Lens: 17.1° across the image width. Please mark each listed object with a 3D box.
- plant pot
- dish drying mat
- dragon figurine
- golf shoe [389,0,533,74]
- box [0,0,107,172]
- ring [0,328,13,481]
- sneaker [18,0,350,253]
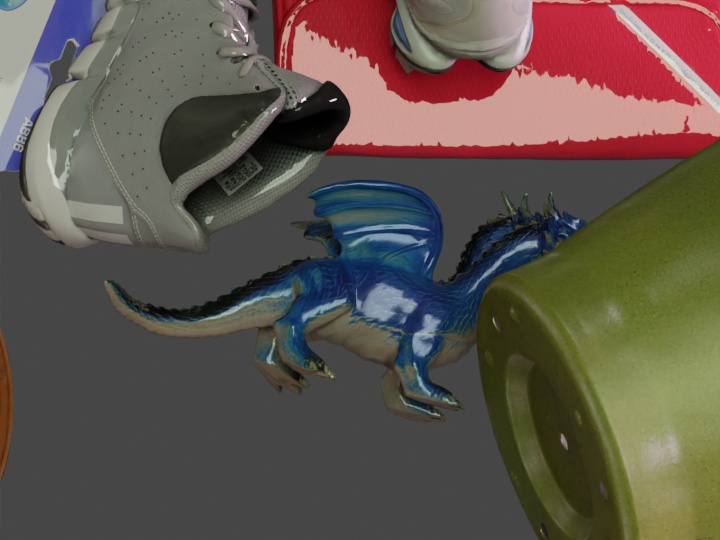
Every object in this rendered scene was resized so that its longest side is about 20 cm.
[{"bbox_3d":[0.153,0.034,0.892,0.192,0.200,0.202,-18,81,-15],"label":"plant pot"},{"bbox_3d":[0.062,-0.084,1.002,0.198,0.018,0.077,0,78,-10],"label":"dish drying mat"},{"bbox_3d":[0.000,0.000,0.951,0.198,0.059,0.100,12,75,-7],"label":"dragon figurine"},{"bbox_3d":[0.034,-0.183,0.973,0.078,0.097,0.201,-12,68,-13],"label":"golf shoe"},{"bbox_3d":[-0.202,-0.107,0.953,0.199,0.041,0.120,22,74,-6],"label":"box"},{"bbox_3d":[-0.220,0.035,0.885,0.199,0.019,0.202,15,56,-24],"label":"ring"},{"bbox_3d":[-0.044,-0.092,0.932,0.115,0.075,0.201,12,73,30],"label":"sneaker"}]
